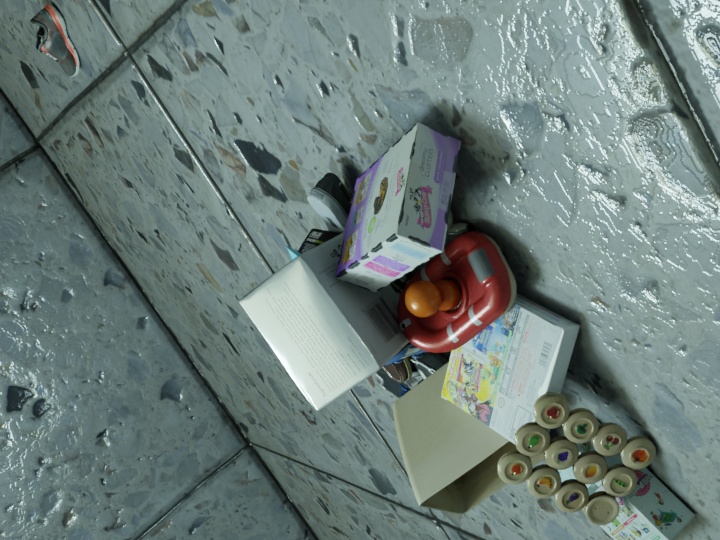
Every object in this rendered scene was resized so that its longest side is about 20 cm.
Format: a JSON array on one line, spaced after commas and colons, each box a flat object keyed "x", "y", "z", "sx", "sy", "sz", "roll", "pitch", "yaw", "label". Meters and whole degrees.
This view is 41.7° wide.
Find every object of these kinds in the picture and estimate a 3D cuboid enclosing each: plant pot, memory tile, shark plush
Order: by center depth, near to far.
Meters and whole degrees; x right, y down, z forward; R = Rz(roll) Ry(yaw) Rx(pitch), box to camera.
[{"x": 0.305, "y": 0.269, "z": 1.333, "sx": 0.200, "sy": 0.154, "sz": 0.017, "roll": 26, "pitch": -164, "yaw": -13, "label": "memory tile"}, {"x": 0.078, "y": -0.065, "z": 1.405, "sx": 0.091, "sy": 0.083, "sz": 0.200, "roll": 57, "pitch": 157, "yaw": -12, "label": "shark plush"}, {"x": 0.169, "y": 0.262, "z": 1.545, "sx": 0.200, "sy": 0.200, "sz": 0.177, "roll": 33, "pitch": -157, "yaw": -58, "label": "plant pot"}]

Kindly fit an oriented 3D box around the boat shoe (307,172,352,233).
[{"x": -0.027, "y": -0.094, "z": 1.591, "sx": 0.069, "sy": 0.057, "sz": 0.200, "roll": 25, "pitch": 166, "yaw": 28, "label": "boat shoe"}]

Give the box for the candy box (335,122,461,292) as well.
[{"x": 0.049, "y": -0.080, "z": 1.291, "sx": 0.071, "sy": 0.168, "sz": 0.200, "roll": 20, "pitch": 157, "yaw": -18, "label": "candy box"}]

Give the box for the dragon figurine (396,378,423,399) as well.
[{"x": 0.109, "y": 0.227, "z": 1.746, "sx": 0.059, "sy": 0.099, "sz": 0.200, "roll": 65, "pitch": 171, "yaw": 1, "label": "dragon figurine"}]

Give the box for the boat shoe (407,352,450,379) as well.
[{"x": 0.103, "y": 0.139, "z": 1.682, "sx": 0.200, "sy": 0.074, "sz": 0.060, "roll": 45, "pitch": 151, "yaw": 25, "label": "boat shoe"}]

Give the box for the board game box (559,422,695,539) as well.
[{"x": 0.389, "y": 0.337, "z": 1.443, "sx": 0.200, "sy": 0.064, "sz": 0.148, "roll": 45, "pitch": 158, "yaw": 18, "label": "board game box"}]

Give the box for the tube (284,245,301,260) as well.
[{"x": -0.073, "y": 0.021, "z": 1.628, "sx": 0.077, "sy": 0.050, "sz": 0.200, "roll": 31, "pitch": 165, "yaw": 26, "label": "tube"}]

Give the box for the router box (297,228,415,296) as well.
[{"x": 0.000, "y": 0.000, "z": 1.614, "sx": 0.150, "sy": 0.062, "sz": 0.200, "roll": 38, "pitch": 167, "yaw": -29, "label": "router box"}]

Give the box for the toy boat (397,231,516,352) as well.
[{"x": 0.116, "y": 0.037, "z": 1.342, "sx": 0.200, "sy": 0.130, "sz": 0.131, "roll": -45, "pitch": 61, "yaw": 43, "label": "toy boat"}]

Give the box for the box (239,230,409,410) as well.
[{"x": -0.040, "y": 0.068, "z": 1.409, "sx": 0.131, "sy": 0.199, "sz": 0.200, "roll": -36, "pitch": 89, "yaw": 24, "label": "box"}]

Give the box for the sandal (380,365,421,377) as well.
[{"x": 0.078, "y": 0.169, "z": 1.783, "sx": 0.200, "sy": 0.075, "sz": 0.048, "roll": 0, "pitch": 107, "yaw": 62, "label": "sandal"}]

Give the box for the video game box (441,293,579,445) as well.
[{"x": 0.213, "y": 0.135, "z": 1.376, "sx": 0.182, "sy": 0.047, "sz": 0.201, "roll": 29, "pitch": 116, "yaw": 40, "label": "video game box"}]

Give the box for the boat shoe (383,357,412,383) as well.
[{"x": 0.012, "y": 0.128, "z": 1.650, "sx": 0.200, "sy": 0.072, "sz": 0.072, "roll": 55, "pitch": 152, "yaw": -16, "label": "boat shoe"}]

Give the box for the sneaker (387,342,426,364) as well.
[{"x": 0.078, "y": 0.112, "z": 1.550, "sx": 0.082, "sy": 0.199, "sz": 0.074, "roll": 57, "pitch": -170, "yaw": -60, "label": "sneaker"}]

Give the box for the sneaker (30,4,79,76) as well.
[{"x": -0.739, "y": -0.540, "z": 2.263, "sx": 0.077, "sy": 0.082, "sz": 0.200, "roll": 38, "pitch": 154, "yaw": 31, "label": "sneaker"}]
